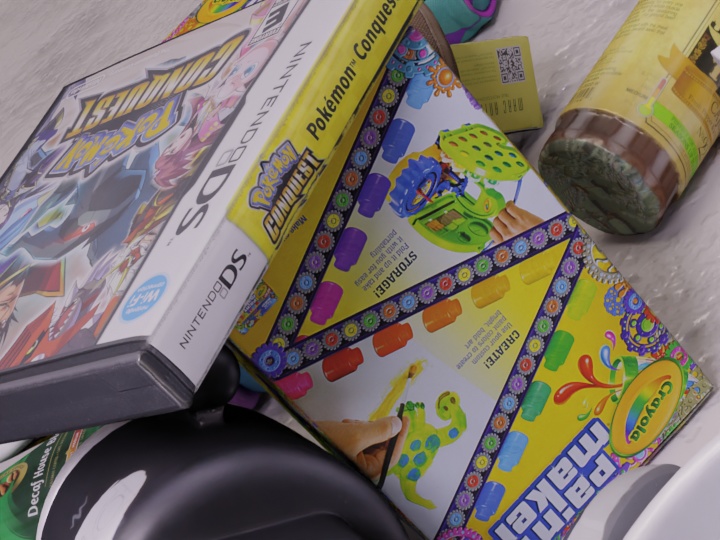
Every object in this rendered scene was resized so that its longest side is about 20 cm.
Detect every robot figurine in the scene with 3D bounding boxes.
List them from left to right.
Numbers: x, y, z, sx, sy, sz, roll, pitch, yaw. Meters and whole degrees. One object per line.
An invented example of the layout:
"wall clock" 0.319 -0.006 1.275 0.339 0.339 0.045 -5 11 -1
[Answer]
"robot figurine" -0.048 0.113 0.710 0.151 0.124 0.200 -63 18 -4

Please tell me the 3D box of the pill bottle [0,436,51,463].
"pill bottle" -0.166 0.028 1.016 0.111 0.112 0.200 -33 -2 20

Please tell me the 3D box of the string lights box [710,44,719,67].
"string lights box" 0.245 -0.117 0.771 0.200 0.059 0.103 -40 25 6

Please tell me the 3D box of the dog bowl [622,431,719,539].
"dog bowl" 0.152 0.110 0.521 0.199 0.079 0.201 -34 26 18

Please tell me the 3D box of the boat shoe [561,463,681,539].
"boat shoe" 0.056 0.137 0.613 0.069 0.071 0.200 -18 27 38

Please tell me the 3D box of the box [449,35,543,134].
"box" -0.001 -0.082 1.043 0.075 0.051 0.199 -13 4 -40

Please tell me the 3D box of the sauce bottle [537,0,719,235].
"sauce bottle" 0.152 -0.107 0.885 0.064 0.065 0.201 -2 48 55

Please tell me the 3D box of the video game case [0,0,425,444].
"video game case" -0.085 -0.018 0.682 0.199 0.026 0.182 -14 39 47

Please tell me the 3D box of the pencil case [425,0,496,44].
"pencil case" -0.014 -0.141 1.161 0.199 0.085 0.093 -29 44 26

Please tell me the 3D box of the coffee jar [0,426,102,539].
"coffee jar" -0.160 0.143 0.921 0.199 0.085 0.105 -33 26 22

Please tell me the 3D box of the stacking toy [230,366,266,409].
"stacking toy" -0.017 0.005 0.956 0.199 0.086 0.086 -27 28 15

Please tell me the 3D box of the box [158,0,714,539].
"box" 0.000 0.000 0.786 0.122 0.193 0.200 -45 26 -5

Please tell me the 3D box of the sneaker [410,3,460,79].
"sneaker" -0.032 -0.068 0.971 0.199 0.070 0.076 -28 69 31
